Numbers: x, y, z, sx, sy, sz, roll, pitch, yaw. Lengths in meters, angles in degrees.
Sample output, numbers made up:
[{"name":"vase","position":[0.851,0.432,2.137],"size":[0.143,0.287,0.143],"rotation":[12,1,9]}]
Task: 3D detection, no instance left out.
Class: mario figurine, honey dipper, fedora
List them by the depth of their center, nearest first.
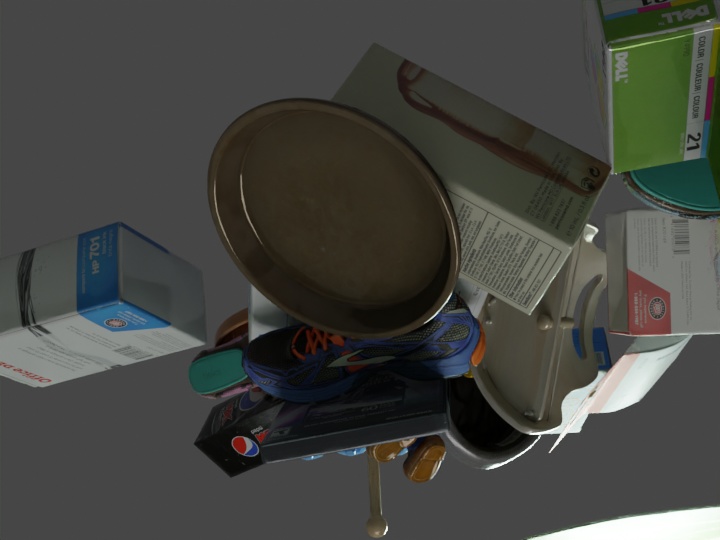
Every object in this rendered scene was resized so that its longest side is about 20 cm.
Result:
[{"name":"mario figurine","position":[0.010,0.133,1.060],"size":[0.105,0.200,0.124],"rotation":[-17,124,-7]},{"name":"fedora","position":[0.123,0.106,1.134],"size":[0.176,0.201,0.090],"rotation":[-4,180,-29]},{"name":"honey dipper","position":[0.014,0.185,1.139],"size":[0.038,0.201,0.038],"rotation":[-4,152,-2]}]

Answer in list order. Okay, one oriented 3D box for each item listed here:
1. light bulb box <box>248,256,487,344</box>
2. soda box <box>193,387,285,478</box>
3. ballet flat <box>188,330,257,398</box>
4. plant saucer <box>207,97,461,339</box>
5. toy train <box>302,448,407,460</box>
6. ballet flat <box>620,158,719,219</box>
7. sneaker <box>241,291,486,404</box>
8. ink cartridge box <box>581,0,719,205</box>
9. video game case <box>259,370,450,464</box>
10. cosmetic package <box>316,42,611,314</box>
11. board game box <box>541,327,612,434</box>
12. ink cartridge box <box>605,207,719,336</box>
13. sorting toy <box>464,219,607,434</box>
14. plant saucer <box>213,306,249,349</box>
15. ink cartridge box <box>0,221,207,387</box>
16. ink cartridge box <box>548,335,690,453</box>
[{"name":"light bulb box","position":[0.000,0.000,0.952],"size":[0.199,0.125,0.199],"rotation":[1,151,-6]},{"name":"soda box","position":[-0.098,0.168,1.216],"size":[0.199,0.063,0.071],"rotation":[-28,114,36]},{"name":"ballet flat","position":[-0.096,0.090,1.107],"size":[0.199,0.070,0.071],"rotation":[-20,175,40]},{"name":"plant saucer","position":[-0.018,-0.038,0.768],"size":[0.199,0.030,0.201],"rotation":[15,130,18]},{"name":"toy train","position":[-0.015,0.173,1.304],"size":[0.199,0.087,0.115],"rotation":[-2,142,2]},{"name":"ballet flat","position":[0.316,-0.073,0.927],"size":[0.199,0.075,0.074],"rotation":[3,150,-5]},{"name":"sneaker","position":[-0.002,0.049,0.858],"size":[0.199,0.076,0.079],"rotation":[-13,135,5]},{"name":"ink cartridge box","position":[0.200,-0.109,0.706],"size":[0.075,0.201,0.148],"rotation":[-9,150,9]},{"name":"video game case","position":[0.003,0.109,0.876],"size":[0.142,0.019,0.200],"rotation":[-11,-172,6]},{"name":"cosmetic package","position":[0.069,-0.067,0.788],"size":[0.199,0.087,0.104],"rotation":[29,149,5]},{"name":"board game box","position":[0.184,0.141,1.293],"size":[0.199,0.056,0.196],"rotation":[-2,151,-3]},{"name":"ink cartridge box","position":[0.334,0.000,0.987],"size":[0.199,0.117,0.067],"rotation":[-1,179,-4]},{"name":"sorting toy","position":[0.194,0.046,1.042],"size":[0.107,0.201,0.179],"rotation":[14,-174,44]},{"name":"plant saucer","position":[-0.062,0.077,1.176],"size":[0.199,0.032,0.201],"rotation":[-3,150,-2]},{"name":"ink cartridge box","position":[-0.269,0.039,1.015],"size":[0.199,0.086,0.146],"rotation":[-14,157,20]},{"name":"ink cartridge box","position":[0.295,0.113,1.145],"size":[0.057,0.200,0.163],"rotation":[35,154,15]}]
